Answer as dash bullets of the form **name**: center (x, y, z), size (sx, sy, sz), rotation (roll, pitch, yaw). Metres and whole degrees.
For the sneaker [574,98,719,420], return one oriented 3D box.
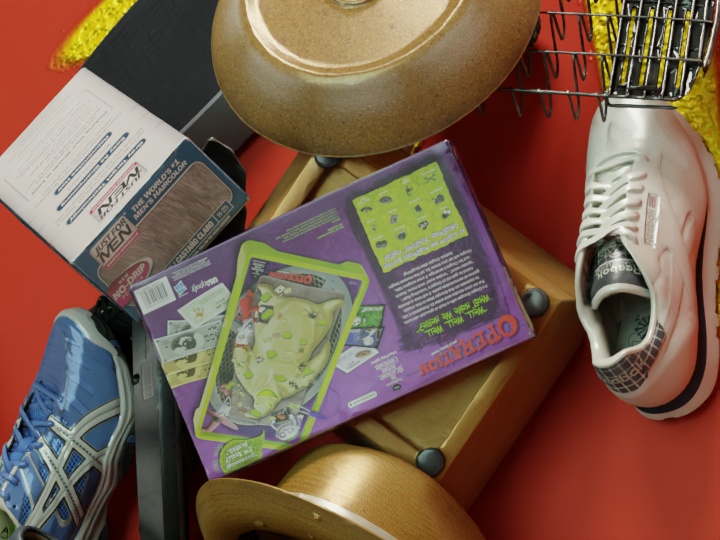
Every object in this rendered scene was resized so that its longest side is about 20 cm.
- **sneaker**: center (0.154, -0.020, 1.557), size (0.076, 0.080, 0.201), rotation (-24, 57, 32)

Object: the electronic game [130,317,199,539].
- **electronic game**: center (-0.114, 0.092, 1.671), size (0.041, 0.200, 0.201), rotation (-3, 66, -2)

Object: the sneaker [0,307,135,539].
- **sneaker**: center (-0.194, 0.123, 1.748), size (0.075, 0.077, 0.201), rotation (14, 98, 48)

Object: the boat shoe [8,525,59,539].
- **boat shoe**: center (-0.134, 0.223, 1.657), size (0.200, 0.075, 0.062), rotation (35, 119, 16)

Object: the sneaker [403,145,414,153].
- **sneaker**: center (0.000, 0.000, 1.688), size (0.115, 0.074, 0.201), rotation (36, 93, 27)

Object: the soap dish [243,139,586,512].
- **soap dish**: center (0.017, 0.023, 1.593), size (0.200, 0.081, 0.158), rotation (35, 95, 10)

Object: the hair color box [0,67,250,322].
- **hair color box**: center (-0.150, -0.048, 1.670), size (0.100, 0.061, 0.200), rotation (-48, 27, -4)

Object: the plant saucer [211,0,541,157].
- **plant saucer**: center (0.003, -0.158, 1.585), size (0.199, 0.035, 0.201), rotation (-9, 57, 15)

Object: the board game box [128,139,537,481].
- **board game box**: center (-0.016, 0.023, 1.544), size (0.199, 0.032, 0.121), rotation (-24, 82, 9)

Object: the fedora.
- **fedora**: center (0.006, 0.157, 1.555), size (0.200, 0.201, 0.082), rotation (8, 55, 40)

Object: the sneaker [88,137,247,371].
- **sneaker**: center (-0.136, -0.003, 1.759), size (0.199, 0.104, 0.060), rotation (-26, 44, 26)

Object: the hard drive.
- **hard drive**: center (-0.112, -0.135, 1.835), size (0.200, 0.042, 0.135), rotation (-44, 52, 17)

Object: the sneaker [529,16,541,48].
- **sneaker**: center (0.040, -0.195, 1.720), size (0.200, 0.075, 0.079), rotation (37, 87, 35)

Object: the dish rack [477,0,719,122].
- **dish rack**: center (0.109, -0.149, 1.604), size (0.199, 0.055, 0.154), rotation (4, 61, 14)
